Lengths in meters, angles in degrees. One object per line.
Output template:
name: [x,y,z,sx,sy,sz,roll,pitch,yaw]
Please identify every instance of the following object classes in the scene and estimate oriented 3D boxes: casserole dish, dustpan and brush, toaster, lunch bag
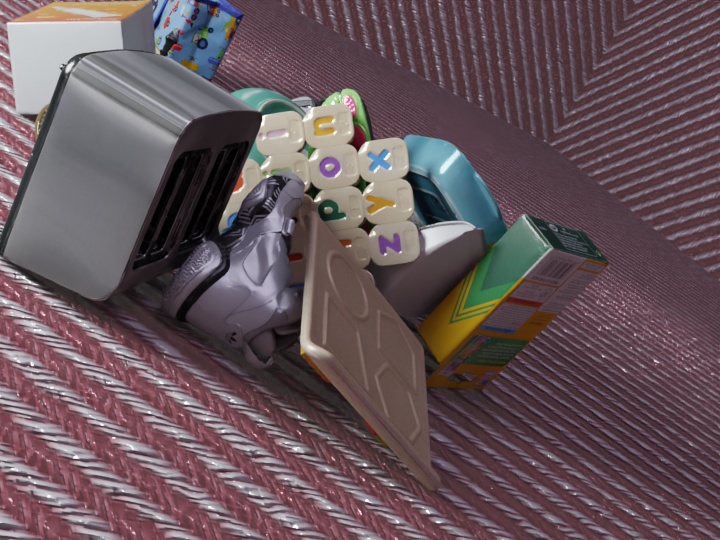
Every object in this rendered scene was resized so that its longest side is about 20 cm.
casserole dish: [0.086,-0.079,1.078,0.122,0.039,0.200,56,-9,-19]
dustpan and brush: [0.029,0.008,1.044,0.140,0.198,0.058,69,-2,-58]
toaster: [-0.182,-0.087,0.848,0.118,0.202,0.181,28,16,8]
lunch bag: [-0.280,-0.368,1.545,0.093,0.152,0.200,15,23,-41]

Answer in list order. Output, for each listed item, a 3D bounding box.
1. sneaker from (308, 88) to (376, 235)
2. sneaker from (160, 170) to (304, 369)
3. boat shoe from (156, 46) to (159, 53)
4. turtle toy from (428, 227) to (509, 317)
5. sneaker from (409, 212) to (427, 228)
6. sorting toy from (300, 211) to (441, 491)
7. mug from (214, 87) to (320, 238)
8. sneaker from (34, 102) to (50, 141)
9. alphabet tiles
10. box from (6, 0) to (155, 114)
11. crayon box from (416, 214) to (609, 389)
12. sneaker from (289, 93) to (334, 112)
sneaker: [0.002,-0.093,1.070,0.076,0.202,0.084,-1,28,25]
sneaker: [-0.080,0.000,0.919,0.114,0.075,0.200,38,47,0]
boat shoe: [-0.264,-0.229,1.358,0.072,0.072,0.200,-30,70,-37]
turtle toy: [0.129,0.003,1.261,0.199,0.146,0.101,38,4,17]
sneaker: [0.071,-0.007,1.170,0.073,0.082,0.201,-11,52,-39]
sorting toy: [0.002,0.068,0.875,0.186,0.036,0.201,51,18,-31]
mug: [-0.097,-0.117,1.100,0.184,0.114,0.154,-16,79,-47]
sneaker: [-0.231,-0.091,1.020,0.199,0.068,0.090,36,6,22]
alphabet tiles: [-0.043,-0.056,0.997,0.192,0.203,0.015,-8,-3,7]
box: [-0.308,-0.246,1.171,0.122,0.099,0.200,-1,21,-2]
crayon box: [0.145,0.037,1.055,0.125,0.200,0.052,10,38,-51]
sneaker: [-0.048,-0.165,1.223,0.197,0.078,0.141,11,45,22]
